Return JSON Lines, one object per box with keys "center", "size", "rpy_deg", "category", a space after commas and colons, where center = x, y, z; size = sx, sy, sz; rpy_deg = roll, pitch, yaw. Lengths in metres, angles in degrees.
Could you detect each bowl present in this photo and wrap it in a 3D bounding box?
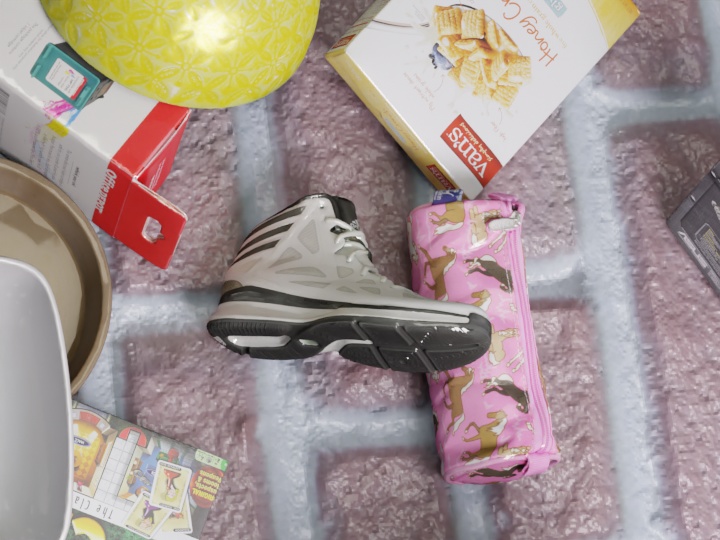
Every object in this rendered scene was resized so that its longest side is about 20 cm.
{"center": [-0.105, -0.216, 1.653], "size": [0.199, 0.108, 0.201], "rpy_deg": [14, 52, -18], "category": "bowl"}
{"center": [-0.283, 0.092, 1.562], "size": [0.199, 0.075, 0.201], "rpy_deg": [-2, 83, -21], "category": "bowl"}

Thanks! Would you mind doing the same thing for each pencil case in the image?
{"center": [0.082, 0.047, 1.701], "size": [0.082, 0.087, 0.201], "rpy_deg": [-5, 75, -7], "category": "pencil case"}

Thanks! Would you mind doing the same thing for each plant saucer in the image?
{"center": [-0.265, 0.019, 1.678], "size": [0.199, 0.029, 0.201], "rpy_deg": [3, 73, -10], "category": "plant saucer"}

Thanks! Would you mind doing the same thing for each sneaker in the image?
{"center": [0.000, 0.000, 1.677], "size": [0.200, 0.076, 0.116], "rpy_deg": [4, 64, 24], "category": "sneaker"}

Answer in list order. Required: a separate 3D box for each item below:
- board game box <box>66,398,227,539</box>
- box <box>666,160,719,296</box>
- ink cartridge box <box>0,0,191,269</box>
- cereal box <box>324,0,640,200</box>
{"center": [-0.195, 0.136, 1.638], "size": [0.199, 0.023, 0.105], "rpy_deg": [22, 81, -11], "category": "board game box"}
{"center": [0.301, 0.011, 1.707], "size": [0.048, 0.158, 0.200], "rpy_deg": [-33, 80, -18], "category": "box"}
{"center": [-0.185, -0.098, 1.682], "size": [0.200, 0.116, 0.067], "rpy_deg": [37, 68, 1], "category": "ink cartridge box"}
{"center": [0.088, -0.166, 1.770], "size": [0.144, 0.039, 0.200], "rpy_deg": [48, 69, -17], "category": "cereal box"}
